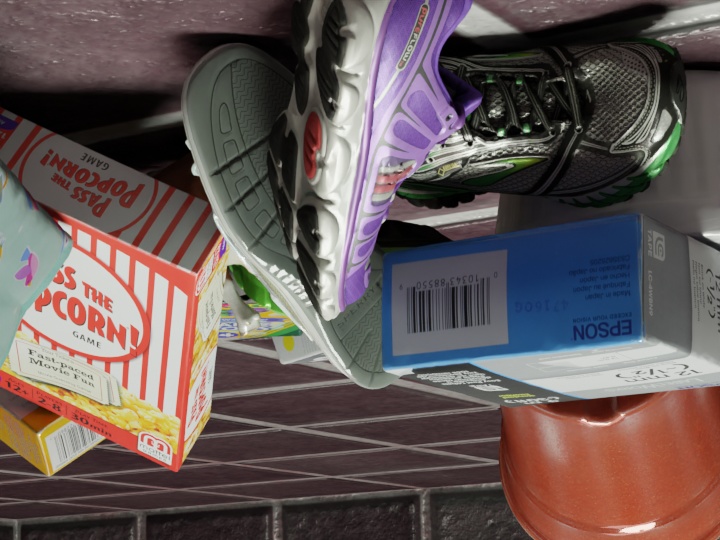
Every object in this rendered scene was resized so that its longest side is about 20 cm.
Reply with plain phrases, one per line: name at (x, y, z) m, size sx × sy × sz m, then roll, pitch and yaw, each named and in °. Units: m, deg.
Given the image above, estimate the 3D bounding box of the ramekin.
ramekin at (0.165, -0.038, 1.054) m, size 0.200 × 0.095 × 0.202 m, roll 0°, pitch 166°, yaw 0°

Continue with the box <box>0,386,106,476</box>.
box at (-0.209, 0.041, 1.225) m, size 0.119 × 0.042 × 0.199 m, roll -33°, pitch -138°, yaw -29°

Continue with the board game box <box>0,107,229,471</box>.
board game box at (-0.150, 0.012, 1.064) m, size 0.150 × 0.046 × 0.201 m, roll 24°, pitch 145°, yaw 9°

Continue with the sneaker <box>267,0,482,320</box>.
sneaker at (0.010, -0.054, 0.866) m, size 0.083 × 0.081 × 0.201 m, roll -7°, pitch 141°, yaw -19°

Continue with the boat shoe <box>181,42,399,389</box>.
boat shoe at (-0.036, -0.027, 0.978) m, size 0.065 × 0.074 × 0.203 m, roll 23°, pitch 152°, yaw 53°

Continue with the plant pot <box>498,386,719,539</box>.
plant pot at (0.180, 0.086, 1.407) m, size 0.199 × 0.202 × 0.196 m, roll -4°, pitch 148°, yaw 14°

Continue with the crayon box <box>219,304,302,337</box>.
crayon box at (-0.104, 0.009, 1.380) m, size 0.124 × 0.052 × 0.200 m, roll -1°, pitch 168°, yaw -1°

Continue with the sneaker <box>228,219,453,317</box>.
sneaker at (0.000, 0.000, 1.146) m, size 0.199 × 0.077 × 0.084 m, roll 26°, pitch -168°, yaw 31°

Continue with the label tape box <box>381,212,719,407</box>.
label tape box at (0.121, 0.030, 0.995) m, size 0.142 × 0.067 × 0.199 m, roll -9°, pitch 162°, yaw 32°

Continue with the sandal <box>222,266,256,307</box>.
sandal at (-0.104, -0.006, 1.241) m, size 0.198 × 0.045 × 0.076 m, roll 8°, pitch 123°, yaw -32°

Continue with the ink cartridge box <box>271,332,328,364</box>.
ink cartridge box at (0.039, 0.042, 1.531) m, size 0.196 × 0.048 × 0.199 m, roll -4°, pitch 169°, yaw -37°

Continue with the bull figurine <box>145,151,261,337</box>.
bull figurine at (-0.088, -0.018, 1.108) m, size 0.065 × 0.122 × 0.199 m, roll -33°, pitch -176°, yaw -38°

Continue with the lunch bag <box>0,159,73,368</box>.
lunch bag at (-0.256, -0.034, 0.907) m, size 0.199 × 0.123 × 0.170 m, roll 27°, pitch 170°, yaw 10°

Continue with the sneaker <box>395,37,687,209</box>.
sneaker at (0.067, -0.069, 0.943) m, size 0.199 × 0.079 × 0.085 m, roll -10°, pitch 165°, yaw 38°
